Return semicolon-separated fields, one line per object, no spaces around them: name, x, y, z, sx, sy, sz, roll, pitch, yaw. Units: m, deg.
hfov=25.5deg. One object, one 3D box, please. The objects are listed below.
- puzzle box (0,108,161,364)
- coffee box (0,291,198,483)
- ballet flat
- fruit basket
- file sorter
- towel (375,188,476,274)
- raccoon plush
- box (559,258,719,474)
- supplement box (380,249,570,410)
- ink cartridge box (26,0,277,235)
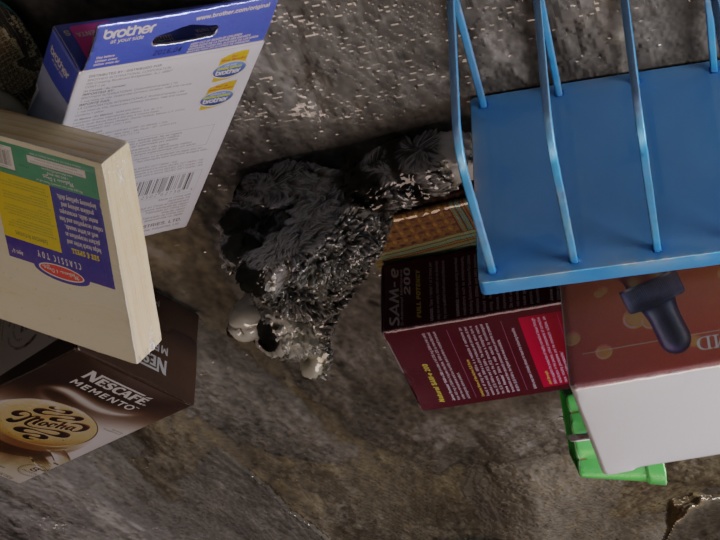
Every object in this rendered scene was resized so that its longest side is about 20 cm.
puzzle box;-0.205;-0.031;0.890;0.200;0.025;0.133;16;130;26
coffee box;-0.227;0.077;1.171;0.200;0.080;0.113;-26;139;34
ballet flat;-0.216;-0.071;0.945;0.068;0.075;0.200;5;147;-4
fruit basket;0.245;0.092;1.165;0.200;0.094;0.185;-16;180;5
file sorter;0.152;-0.088;0.869;0.199;0.139;0.123;-7;144;11
towel;0.094;0.004;1.117;0.146;0.022;0.200;-13;143;17
raccoon plush;0.000;0.000;1.025;0.200;0.097;0.134;-11;140;18
box;0.199;0.000;0.942;0.152;0.200;0.106;-11;143;14
supplement box;0.123;0.032;1.086;0.200;0.061;0.109;-10;143;12
ink cartridge box;-0.129;-0.086;0.899;0.119;0.042;0.200;-16;153;-35
